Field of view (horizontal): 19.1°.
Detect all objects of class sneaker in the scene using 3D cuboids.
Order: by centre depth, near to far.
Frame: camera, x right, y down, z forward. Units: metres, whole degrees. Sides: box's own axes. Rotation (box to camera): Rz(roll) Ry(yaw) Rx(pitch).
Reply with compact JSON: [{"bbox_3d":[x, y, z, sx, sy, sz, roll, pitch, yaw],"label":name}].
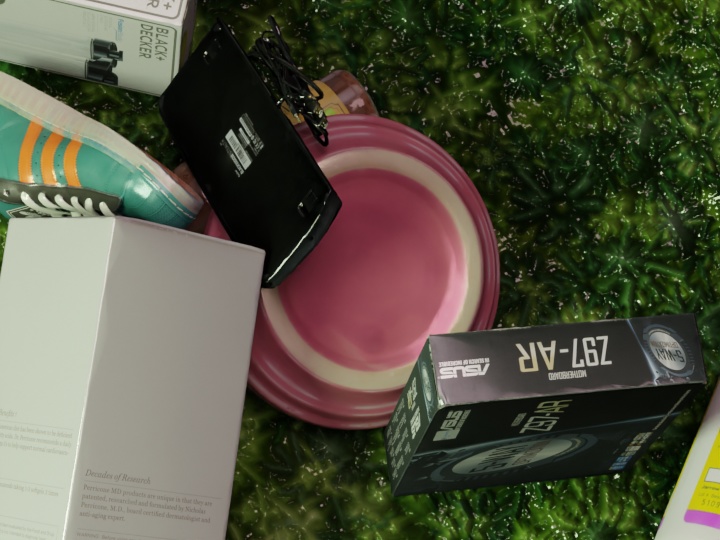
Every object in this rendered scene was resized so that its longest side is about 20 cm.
[{"bbox_3d":[-0.183,-0.056,1.346,0.199,0.071,0.080,27,84,36],"label":"sneaker"}]

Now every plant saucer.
[{"bbox_3d":[0.000,0.000,1.349,0.199,0.051,0.202,1,87,-19],"label":"plant saucer"}]

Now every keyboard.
[{"bbox_3d":[-0.055,-0.079,1.323,0.104,0.039,0.200,-50,45,18],"label":"keyboard"}]

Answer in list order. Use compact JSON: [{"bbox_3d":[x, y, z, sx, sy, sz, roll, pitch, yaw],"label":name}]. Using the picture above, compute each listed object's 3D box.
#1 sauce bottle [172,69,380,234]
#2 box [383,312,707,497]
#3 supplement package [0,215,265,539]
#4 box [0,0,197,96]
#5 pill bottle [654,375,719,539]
[{"bbox_3d":[-0.078,-0.056,1.386,0.199,0.065,0.065,-34,78,-16],"label":"sauce bottle"},{"bbox_3d":[0.105,0.083,1.286,0.159,0.200,0.044,-5,70,-10],"label":"box"},{"bbox_3d":[-0.145,0.075,1.255,0.117,0.116,0.202,13,83,-39],"label":"supplement package"},{"bbox_3d":[-0.206,-0.181,1.385,0.198,0.117,0.061,13,69,-4],"label":"box"},{"bbox_3d":[0.265,0.112,1.348,0.104,0.104,0.201,25,69,2],"label":"pill bottle"}]
